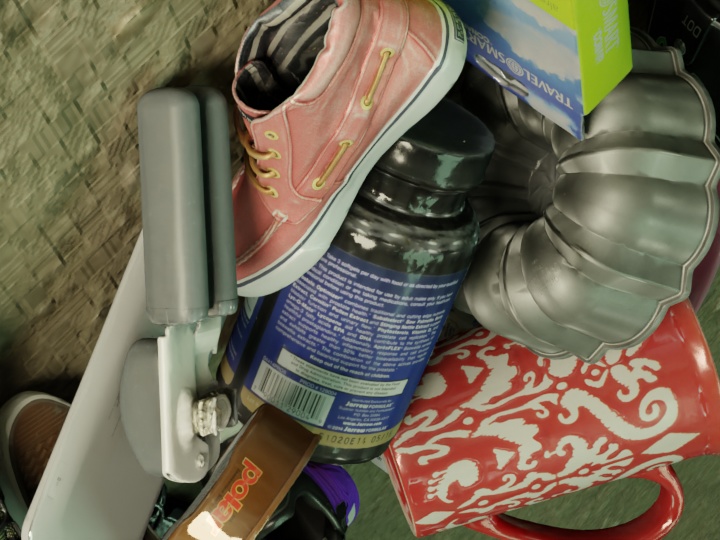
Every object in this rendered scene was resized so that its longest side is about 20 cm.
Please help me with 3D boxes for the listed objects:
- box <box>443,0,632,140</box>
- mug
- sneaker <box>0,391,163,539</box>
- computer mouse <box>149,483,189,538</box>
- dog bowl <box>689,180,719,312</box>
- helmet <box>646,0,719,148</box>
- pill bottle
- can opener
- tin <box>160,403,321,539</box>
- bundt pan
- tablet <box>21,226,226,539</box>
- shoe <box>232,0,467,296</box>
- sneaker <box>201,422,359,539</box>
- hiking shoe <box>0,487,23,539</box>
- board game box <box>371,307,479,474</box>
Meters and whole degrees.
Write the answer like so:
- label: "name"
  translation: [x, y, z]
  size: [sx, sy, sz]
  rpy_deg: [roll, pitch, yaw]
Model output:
- label: "box"
  translation: [0.080, -0.163, 1.063]
  size: [0.048, 0.122, 0.200]
  rpy_deg: [-44, 154, -15]
- label: "mug"
  translation: [0.117, 0.102, 1.282]
  size: [0.200, 0.178, 0.133]
  rpy_deg: [-18, 176, -5]
- label: "sneaker"
  translation: [-0.166, 0.140, 1.147]
  size: [0.073, 0.085, 0.200]
  rpy_deg: [-55, 137, -30]
- label: "computer mouse"
  translation: [-0.120, 0.197, 1.309]
  size: [0.139, 0.053, 0.200]
  rpy_deg: [-54, 154, 7]
- label: "dog bowl"
  translation: [0.197, -0.032, 1.424]
  size: [0.200, 0.074, 0.200]
  rpy_deg: [-46, 147, -42]
- label: "helmet"
  translation: [0.282, -0.160, 1.323]
  size: [0.200, 0.200, 0.191]
  rpy_deg: [-45, 155, -10]
- label: "pill bottle"
  translation: [0.000, 0.000, 1.162]
  size: [0.112, 0.112, 0.200]
  rpy_deg: [-14, 133, -51]
- label: "can opener"
  translation: [-0.094, 0.009, 1.024]
  size: [0.053, 0.066, 0.200]
  rpy_deg: [-15, 109, -63]
- label: "tin"
  translation: [-0.070, 0.123, 1.074]
  size: [0.112, 0.042, 0.200]
  rpy_deg: [-50, 180, -11]
- label: "bundt pan"
  translation: [0.107, -0.050, 1.190]
  size: [0.076, 0.202, 0.202]
  rpy_deg: [11, 118, -41]
- label: "tablet"
  translation: [-0.115, 0.068, 1.094]
  size: [0.130, 0.014, 0.200]
  rpy_deg: [57, 50, -63]
- label: "shoe"
  translation: [-0.039, -0.069, 1.051]
  size: [0.091, 0.072, 0.200]
  rpy_deg: [13, 129, -43]
- label: "sneaker"
  translation: [-0.041, 0.160, 1.319]
  size: [0.070, 0.100, 0.200]
  rpy_deg: [-39, 153, 6]
- label: "hiking shoe"
  translation: [-0.195, 0.122, 1.029]
  size: [0.076, 0.101, 0.200]
  rpy_deg: [-33, 150, -32]
- label: "board game box"
  translation: [0.091, 0.054, 1.437]
  size: [0.200, 0.034, 0.135]
  rpy_deg: [-31, 150, -54]
